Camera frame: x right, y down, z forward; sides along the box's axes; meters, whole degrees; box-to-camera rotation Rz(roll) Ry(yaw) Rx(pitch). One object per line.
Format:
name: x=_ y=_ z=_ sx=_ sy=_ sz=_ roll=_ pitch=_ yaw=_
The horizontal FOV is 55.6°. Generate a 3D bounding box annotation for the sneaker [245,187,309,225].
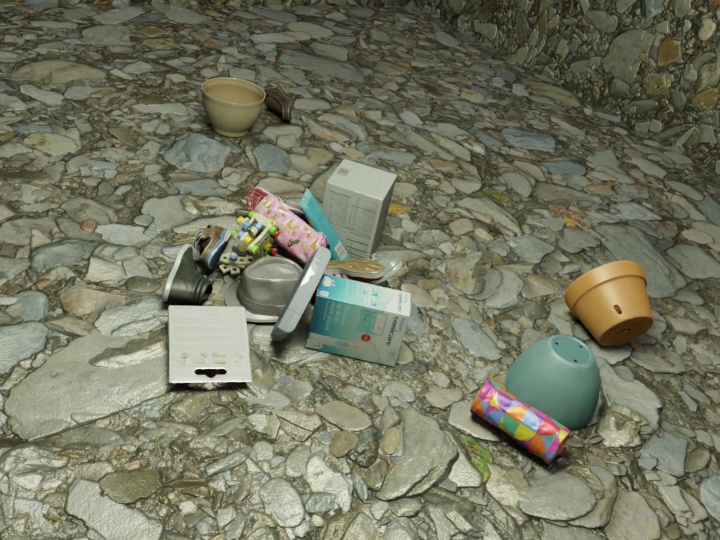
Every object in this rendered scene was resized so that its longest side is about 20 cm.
sneaker: x=-0.199 y=-0.144 z=1.715 sx=0.199 sy=0.081 sz=0.075 roll=31 pitch=22 yaw=10

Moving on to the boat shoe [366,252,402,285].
boat shoe: x=0.000 y=-0.001 z=1.591 sx=0.201 sy=0.065 sz=0.075 roll=-12 pitch=24 yaw=28

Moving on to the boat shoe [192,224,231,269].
boat shoe: x=-0.355 y=-0.060 z=1.598 sx=0.072 sy=0.073 sz=0.200 roll=25 pitch=13 yaw=-8

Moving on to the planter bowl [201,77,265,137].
planter bowl: x=-0.409 y=-0.511 z=2.176 sx=0.198 sy=0.136 sz=0.201 roll=10 pitch=35 yaw=-7

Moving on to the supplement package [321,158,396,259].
supplement package: x=-0.013 y=-0.149 z=1.755 sx=0.150 sy=0.201 sz=0.152 roll=18 pitch=35 yaw=7

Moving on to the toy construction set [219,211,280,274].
toy construction set: x=-0.249 y=-0.056 z=1.558 sx=0.092 sy=0.200 sz=0.131 roll=43 pitch=52 yaw=3

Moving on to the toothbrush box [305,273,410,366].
toothbrush box: x=-0.004 y=0.107 z=1.453 sx=0.198 sy=0.147 sz=0.086 roll=13 pitch=34 yaw=-4

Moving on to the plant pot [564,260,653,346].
plant pot: x=0.619 y=0.091 z=1.670 sx=0.198 sy=0.201 sz=0.141 roll=0 pitch=54 yaw=-20

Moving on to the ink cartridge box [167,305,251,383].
ink cartridge box: x=-0.306 y=0.157 z=1.377 sx=0.161 sy=0.050 sz=0.201 roll=2 pitch=45 yaw=-18

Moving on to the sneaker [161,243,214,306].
sneaker: x=-0.375 y=0.015 z=1.526 sx=0.098 sy=0.071 sz=0.201 roll=18 pitch=30 yaw=-13

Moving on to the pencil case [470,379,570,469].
pencil case: x=0.317 y=0.301 z=1.354 sx=0.199 sy=0.089 sz=0.088 roll=33 pitch=39 yaw=22

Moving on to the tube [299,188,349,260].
tube: x=-0.092 y=-0.100 z=1.670 sx=0.050 sy=0.201 sz=0.078 roll=-19 pitch=30 yaw=17

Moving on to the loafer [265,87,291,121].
loafer: x=-0.291 y=-0.568 z=2.364 sx=0.070 sy=0.073 sz=0.200 roll=-14 pitch=38 yaw=-19

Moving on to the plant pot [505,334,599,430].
plant pot: x=0.426 y=0.218 z=1.459 sx=0.198 sy=0.136 sz=0.201 roll=9 pitch=35 yaw=-7

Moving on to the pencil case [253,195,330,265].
pencil case: x=-0.167 y=-0.095 z=1.620 sx=0.200 sy=0.083 sz=0.087 roll=37 pitch=72 yaw=16

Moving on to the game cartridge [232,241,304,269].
game cartridge: x=-0.202 y=-0.062 z=1.701 sx=0.198 sy=0.041 sz=0.133 roll=17 pitch=39 yaw=4

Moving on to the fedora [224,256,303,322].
fedora: x=-0.202 y=0.030 z=1.536 sx=0.198 sy=0.091 sz=0.177 roll=-2 pitch=38 yaw=-21

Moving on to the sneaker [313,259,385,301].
sneaker: x=-0.027 y=0.038 z=1.539 sx=0.199 sy=0.113 sz=0.071 roll=1 pitch=20 yaw=31

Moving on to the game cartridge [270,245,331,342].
game cartridge: x=-0.124 y=0.050 z=1.431 sx=0.041 sy=0.133 sz=0.201 roll=27 pitch=69 yaw=-4

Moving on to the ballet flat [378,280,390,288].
ballet flat: x=0.035 y=0.049 z=1.611 sx=0.074 sy=0.075 sz=0.200 roll=20 pitch=37 yaw=9
